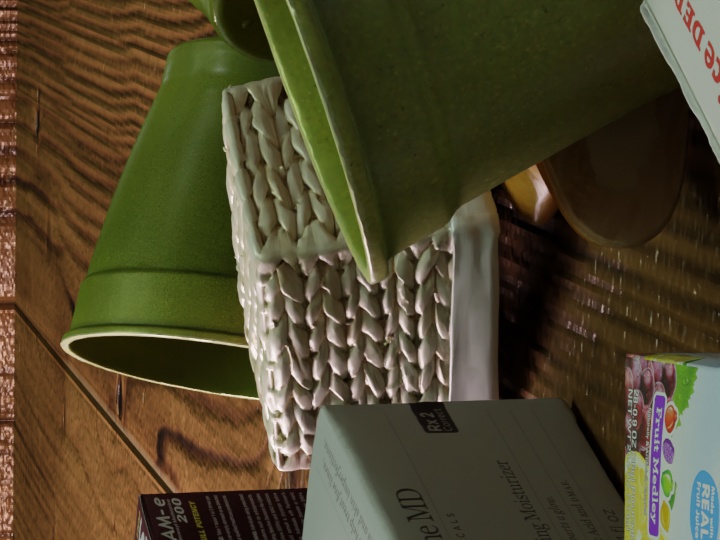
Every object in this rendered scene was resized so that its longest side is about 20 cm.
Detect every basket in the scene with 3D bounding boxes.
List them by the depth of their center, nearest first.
[{"bbox_3d":[0.000,0.000,1.329,0.200,0.123,0.136,86,173,-50],"label":"basket"}]

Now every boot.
[{"bbox_3d":[0.096,-0.059,1.181,0.144,0.070,0.202,101,165,-54],"label":"boot"}]

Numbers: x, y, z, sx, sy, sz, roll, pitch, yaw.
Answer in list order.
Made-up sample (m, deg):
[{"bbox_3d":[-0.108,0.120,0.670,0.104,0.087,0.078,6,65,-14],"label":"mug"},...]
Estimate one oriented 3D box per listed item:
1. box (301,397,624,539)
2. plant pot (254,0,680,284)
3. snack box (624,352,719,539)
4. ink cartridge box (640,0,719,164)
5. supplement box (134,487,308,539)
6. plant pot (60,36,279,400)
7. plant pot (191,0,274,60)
[{"bbox_3d":[0.053,0.193,1.208,0.199,0.130,0.201,-119,32,-58],"label":"box"},{"bbox_3d":[0.055,-0.120,1.039,0.200,0.183,0.201,160,90,-86],"label":"plant pot"},{"bbox_3d":[0.160,0.118,0.942,0.200,0.067,0.170,-178,88,-72],"label":"snack box"},{"bbox_3d":[0.170,-0.138,0.856,0.147,0.085,0.201,-108,23,-48],"label":"ink cartridge box"},{"bbox_3d":[-0.017,0.171,1.329,0.061,0.199,0.109,-117,31,-58],"label":"supplement box"},{"bbox_3d":[-0.068,-0.033,1.561,0.200,0.199,0.194,150,129,-72],"label":"plant pot"},{"bbox_3d":[-0.059,-0.230,1.493,0.201,0.200,0.193,106,145,-46],"label":"plant pot"}]
